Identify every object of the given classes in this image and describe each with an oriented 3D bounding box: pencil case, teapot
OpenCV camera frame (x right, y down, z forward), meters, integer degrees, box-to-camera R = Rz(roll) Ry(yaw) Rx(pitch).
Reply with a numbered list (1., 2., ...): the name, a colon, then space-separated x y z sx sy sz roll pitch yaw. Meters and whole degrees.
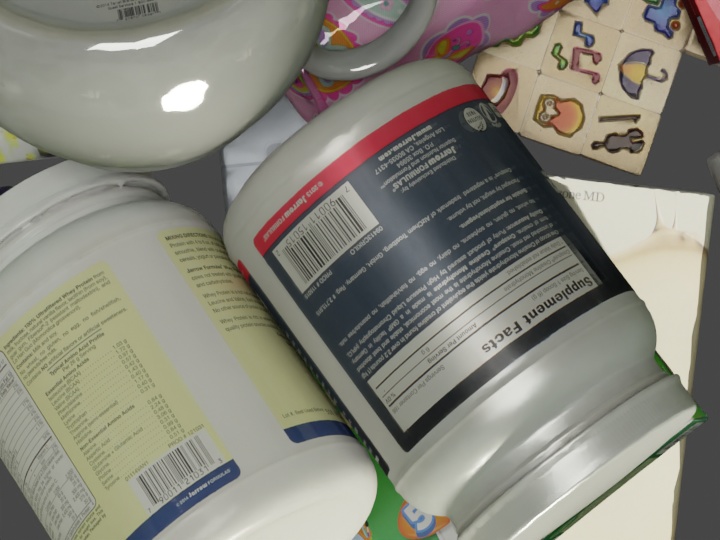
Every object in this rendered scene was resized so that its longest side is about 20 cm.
1. pencil case: 0.041 -0.142 1.450 0.199 0.087 0.088 -31 91 -6
2. teapot: -0.097 -0.116 1.339 0.199 0.147 0.198 25 58 23

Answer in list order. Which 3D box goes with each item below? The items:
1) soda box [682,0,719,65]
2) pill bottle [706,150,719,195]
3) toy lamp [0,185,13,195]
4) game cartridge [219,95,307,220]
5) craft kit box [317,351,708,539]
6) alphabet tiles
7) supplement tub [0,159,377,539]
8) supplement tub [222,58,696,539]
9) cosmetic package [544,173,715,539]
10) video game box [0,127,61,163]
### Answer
1. soda box: 0.167 -0.206 1.467 0.070 0.063 0.201 -24 92 3
2. pill bottle: 0.251 0.019 1.455 0.109 0.110 0.201 -24 91 3
3. toy lamp: -0.275 -0.014 1.500 0.198 0.058 0.059 -1 92 3
4. game cartridge: 0.000 0.000 1.502 0.132 0.040 0.202 -5 92 6
5. craft kit box: 0.031 0.053 1.438 0.200 0.048 0.198 -40 76 14
6. alphabet tiles: 0.128 -0.158 1.505 0.166 0.008 0.201 19 93 1
7. supplement tub: -0.099 0.060 1.374 0.145 0.145 0.201 -36 70 3
8. supplement tub: 0.044 0.019 1.339 0.140 0.140 0.200 -37 80 3
9. cosmetic package: 0.115 0.055 1.481 0.103 0.073 0.202 6 93 3
10. video game box: -0.160 -0.153 1.417 0.181 0.047 0.202 -7 106 -5
